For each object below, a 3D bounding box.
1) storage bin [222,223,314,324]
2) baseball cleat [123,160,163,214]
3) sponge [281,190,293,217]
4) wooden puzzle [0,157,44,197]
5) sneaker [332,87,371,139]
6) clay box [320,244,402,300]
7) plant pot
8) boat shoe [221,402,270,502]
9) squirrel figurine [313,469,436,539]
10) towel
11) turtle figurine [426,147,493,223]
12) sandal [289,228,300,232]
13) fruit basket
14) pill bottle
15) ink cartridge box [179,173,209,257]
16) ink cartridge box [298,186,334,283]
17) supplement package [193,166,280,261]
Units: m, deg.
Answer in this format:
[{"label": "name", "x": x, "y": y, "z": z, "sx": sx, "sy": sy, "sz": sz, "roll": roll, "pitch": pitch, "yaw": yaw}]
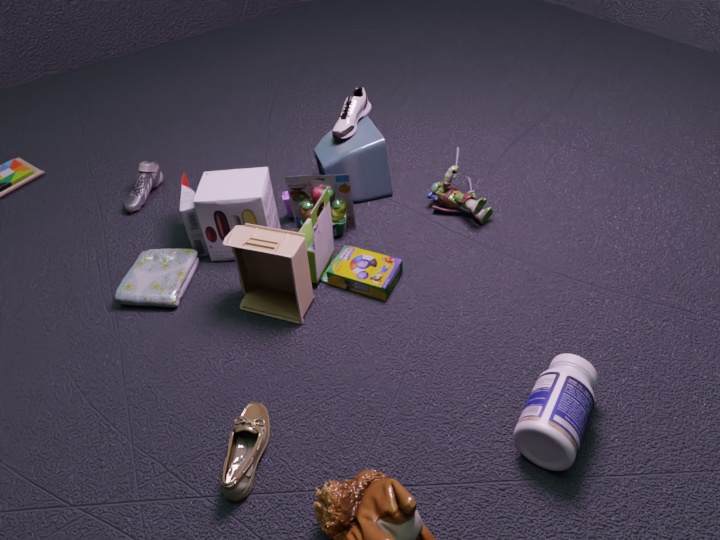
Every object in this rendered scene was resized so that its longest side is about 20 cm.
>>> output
[{"label": "storage bin", "x": -0.221, "y": 0.005, "z": 1.338, "sx": 0.193, "sy": 0.204, "sz": 0.095, "roll": 10, "pitch": 42, "yaw": 18}, {"label": "baseball cleat", "x": -0.711, "y": -0.281, "z": 1.784, "sx": 0.067, "sy": 0.108, "sz": 0.203, "roll": 8, "pitch": 45, "yaw": 8}, {"label": "sponge", "x": -0.127, "y": -0.206, "z": 1.629, "sx": 0.193, "sy": 0.112, "sz": 0.031, "roll": -8, "pitch": 67, "yaw": -2}, {"label": "wooden puzzle", "x": -1.254, "y": -0.335, "z": 1.962, "sx": 0.196, "sy": 0.038, "sz": 0.185, "roll": 22, "pitch": 49, "yaw": 28}, {"label": "sneaker", "x": -0.035, "y": -0.471, "z": 1.655, "sx": 0.072, "sy": 0.081, "sz": 0.203, "roll": 10, "pitch": 53, "yaw": 26}, {"label": "clay box", "x": 0.000, "y": 0.000, "z": 1.434, "sx": 0.195, "sy": 0.049, "sz": 0.116, "roll": 15, "pitch": 46, "yaw": 21}, {"label": "plant pot", "x": -0.032, "y": -0.331, "z": 1.703, "sx": 0.195, "sy": 0.199, "sz": 0.198, "roll": -20, "pitch": 43, "yaw": -8}, {"label": "boat shoe", "x": -0.225, "y": 0.337, "z": 1.074, "sx": 0.071, "sy": 0.064, "sz": 0.204, "roll": 3, "pitch": 43, "yaw": 10}, {"label": "squirrel figurine", "x": 0.001, "y": 0.435, "z": 0.913, "sx": 0.185, "sy": 0.144, "sz": 0.199, "roll": -37, "pitch": 35, "yaw": -17}, {"label": "towel", "x": -0.539, "y": 0.015, "z": 1.481, "sx": 0.165, "sy": 0.049, "sz": 0.203, "roll": 1, "pitch": 42, "yaw": 8}, {"label": "turtle figurine", "x": 0.306, "y": -0.239, "z": 1.592, "sx": 0.197, "sy": 0.146, "sz": 0.194, "roll": -31, "pitch": 51, "yaw": -21}, {"label": "sandal", "x": -0.198, "y": -0.059, "z": 1.517, "sx": 0.078, "sy": 0.055, "sz": 0.203, "roll": 1, "pitch": 42, "yaw": 8}, {"label": "fruit basket", "x": -0.108, "y": -0.181, "z": 1.535, "sx": 0.179, "sy": 0.202, "sz": 0.096, "roll": -1, "pitch": 55, "yaw": 5}, {"label": "pill bottle", "x": 0.376, "y": 0.262, "z": 1.048, "sx": 0.113, "sy": 0.118, "sz": 0.200, "roll": 20, "pitch": 48, "yaw": 27}, {"label": "ink cartridge box", "x": -0.470, "y": -0.164, "z": 1.586, "sx": 0.046, "sy": 0.163, "sz": 0.203, "roll": -10, "pitch": 41, "yaw": -4}, {"label": "ink cartridge box", "x": -0.127, "y": -0.096, "z": 1.430, "sx": 0.073, "sy": 0.205, "sz": 0.149, "roll": 7, "pitch": 36, "yaw": 14}, {"label": "supplement package", "x": -0.335, "y": -0.153, "z": 1.528, "sx": 0.185, "sy": 0.204, "sz": 0.149, "roll": -4, "pitch": 40, "yaw": 3}]
